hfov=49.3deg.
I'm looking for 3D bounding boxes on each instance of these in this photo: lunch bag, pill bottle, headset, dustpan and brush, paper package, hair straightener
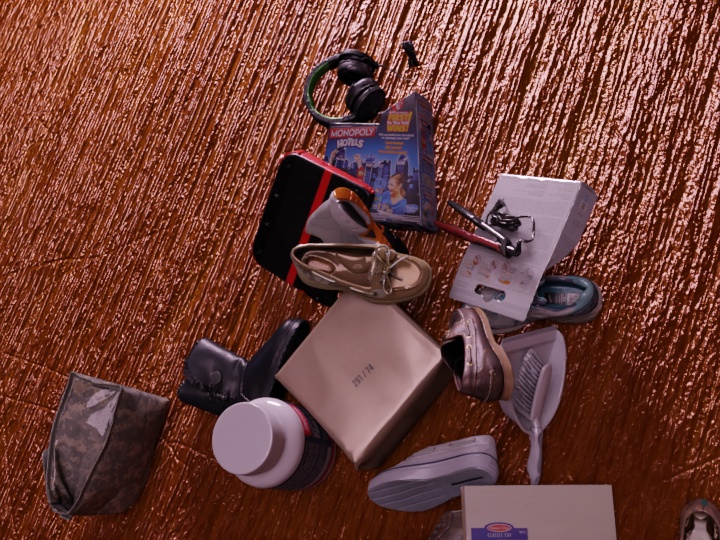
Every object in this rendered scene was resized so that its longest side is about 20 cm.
[{"bbox_3d":[-0.397,0.275,1.205,0.115,0.164,0.204,10,77,16],"label":"lunch bag"},{"bbox_3d":[-0.119,0.242,1.092,0.117,0.200,0.122,-5,73,18],"label":"pill bottle"},{"bbox_3d":[-0.001,-0.309,1.269,0.196,0.094,0.126,-18,69,7],"label":"headset"},{"bbox_3d":[0.229,0.187,1.043,0.057,0.138,0.205,22,111,44],"label":"dustpan and brush"},{"bbox_3d":[0.010,0.145,1.127,0.190,0.103,0.201,41,92,25],"label":"paper package"},{"bbox_3d":[0.178,-0.071,1.096,0.078,0.041,0.199,-59,28,0],"label":"hair straightener"}]

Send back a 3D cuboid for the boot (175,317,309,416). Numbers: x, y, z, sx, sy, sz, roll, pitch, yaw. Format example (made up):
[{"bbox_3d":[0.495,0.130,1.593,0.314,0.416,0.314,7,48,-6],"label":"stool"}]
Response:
[{"bbox_3d":[-0.186,0.140,1.215,0.166,0.076,0.204,24,90,21],"label":"boot"}]

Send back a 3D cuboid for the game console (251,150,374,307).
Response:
[{"bbox_3d":[-0.079,-0.069,1.229,0.175,0.031,0.203,28,109,21],"label":"game console"}]

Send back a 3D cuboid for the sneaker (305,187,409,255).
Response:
[{"bbox_3d":[0.001,-0.029,1.161,0.091,0.200,0.076,-32,23,27],"label":"sneaker"}]

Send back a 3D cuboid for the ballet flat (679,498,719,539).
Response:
[{"bbox_3d":[0.400,0.377,0.934,0.067,0.067,0.205,0,75,20],"label":"ballet flat"}]

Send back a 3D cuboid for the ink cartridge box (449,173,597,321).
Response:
[{"bbox_3d":[0.223,-0.032,1.093,0.159,0.047,0.203,17,82,55],"label":"ink cartridge box"}]

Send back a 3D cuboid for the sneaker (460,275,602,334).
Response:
[{"bbox_3d":[0.231,0.036,1.086,0.196,0.086,0.079,-10,71,18],"label":"sneaker"}]

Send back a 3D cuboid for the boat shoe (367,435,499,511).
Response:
[{"bbox_3d":[0.103,0.277,1.079,0.197,0.074,0.067,-17,31,27],"label":"boat shoe"}]

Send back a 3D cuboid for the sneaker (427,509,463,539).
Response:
[{"bbox_3d":[0.122,0.367,1.049,0.199,0.071,0.076,-38,52,-1],"label":"sneaker"}]

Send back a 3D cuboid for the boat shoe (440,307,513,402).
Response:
[{"bbox_3d":[0.137,0.101,1.012,0.069,0.200,0.072,2,108,-7],"label":"boat shoe"}]

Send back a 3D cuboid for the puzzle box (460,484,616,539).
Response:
[{"bbox_3d":[0.226,0.340,0.991,0.195,0.025,0.136,1,74,-4],"label":"puzzle box"}]

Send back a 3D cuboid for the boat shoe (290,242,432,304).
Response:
[{"bbox_3d":[0.000,0.000,1.080,0.195,0.063,0.075,4,73,12],"label":"boat shoe"}]

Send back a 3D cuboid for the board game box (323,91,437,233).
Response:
[{"bbox_3d":[0.038,-0.171,1.219,0.197,0.061,0.205,8,85,32],"label":"board game box"}]
